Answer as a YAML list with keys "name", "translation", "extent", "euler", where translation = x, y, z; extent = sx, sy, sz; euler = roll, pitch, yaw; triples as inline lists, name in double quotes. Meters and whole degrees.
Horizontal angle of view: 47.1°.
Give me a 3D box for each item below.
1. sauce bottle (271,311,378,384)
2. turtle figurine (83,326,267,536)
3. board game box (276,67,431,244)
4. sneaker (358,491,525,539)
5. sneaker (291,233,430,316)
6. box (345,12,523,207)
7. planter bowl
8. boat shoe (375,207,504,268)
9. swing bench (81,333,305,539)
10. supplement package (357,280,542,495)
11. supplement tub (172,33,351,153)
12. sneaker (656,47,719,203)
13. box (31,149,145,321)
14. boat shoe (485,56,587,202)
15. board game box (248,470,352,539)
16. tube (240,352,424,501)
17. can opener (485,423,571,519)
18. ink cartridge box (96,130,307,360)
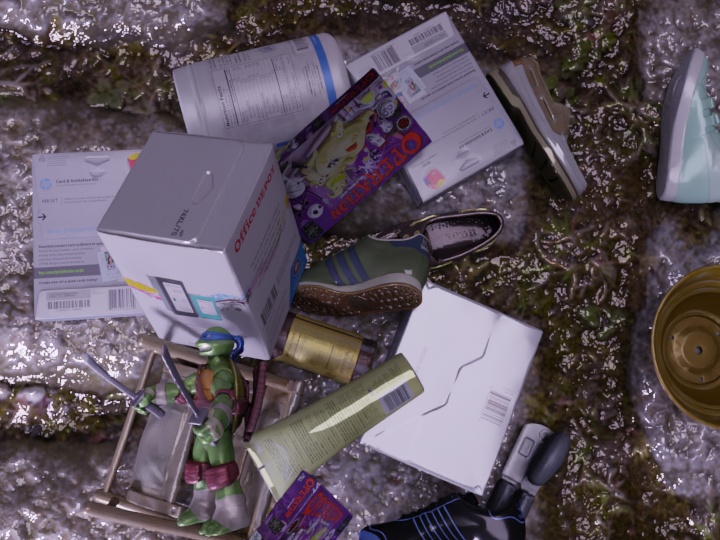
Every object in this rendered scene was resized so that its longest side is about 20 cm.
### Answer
- name: "sauce bottle"
  translation: [-0.080, 0.083, 1.001]
  extent: [0.198, 0.065, 0.065]
  euler: [20, 80, -1]
- name: "turtle figurine"
  translation: [-0.179, 0.160, 0.815]
  extent: [0.142, 0.200, 0.196]
  euler: [-8, 89, 22]
- name: "board game box"
  translation: [-0.024, -0.132, 0.990]
  extent: [0.200, 0.120, 0.032]
  euler: [-40, 44, 10]
- name: "sneaker"
  translation: [0.094, 0.299, 0.972]
  extent: [0.198, 0.070, 0.079]
  euler: [-1, 74, 12]
- name: "sneaker"
  translation: [0.000, 0.000, 0.989]
  extent: [0.067, 0.199, 0.091]
  euler: [48, 51, -39]
- name: "box"
  translation: [0.093, -0.208, 1.065]
  extent: [0.155, 0.041, 0.201]
  euler: [-30, 85, -8]
- name: "planter bowl"
  translation: [0.444, 0.099, 1.041]
  extent: [0.198, 0.083, 0.203]
  euler: [1, 81, -5]
- name: "boat shoe"
  translation: [0.084, -0.034, 1.036]
  extent: [0.198, 0.060, 0.073]
  euler: [-15, 84, -8]
- name: "swing bench"
  translation: [-0.184, 0.198, 0.944]
  extent: [0.198, 0.130, 0.201]
  euler: [18, 80, -8]
- name: "supplement package"
  translation: [0.101, 0.139, 0.986]
  extent: [0.154, 0.111, 0.202]
  euler: [23, 81, -1]
- name: "supplement tub"
  translation: [-0.115, -0.203, 1.005]
  extent: [0.198, 0.132, 0.133]
  euler: [-15, 83, -7]
- name: "sneaker"
  translation: [0.463, -0.185, 1.088]
  extent: [0.117, 0.074, 0.203]
  euler: [8, 91, 2]
- name: "box"
  translation: [-0.316, -0.043, 1.008]
  extent: [0.154, 0.041, 0.203]
  euler: [-4, 83, -7]
- name: "boat shoe"
  translation: [0.242, -0.187, 1.067]
  extent: [0.068, 0.075, 0.201]
  euler: [-30, 85, -4]
- name: "board game box"
  translation: [-0.069, 0.292, 0.896]
  extent: [0.032, 0.200, 0.121]
  euler: [29, 73, 21]
- name: "tube"
  translation: [-0.026, 0.161, 0.895]
  extent: [0.199, 0.052, 0.058]
  euler: [-33, 48, -7]
- name: "can opener"
  translation: [0.186, 0.278, 1.002]
  extent: [0.052, 0.066, 0.201]
  euler: [28, 85, -1]
- name: "ink cartridge box"
  translation: [-0.161, -0.026, 0.904]
  extent: [0.144, 0.201, 0.148]
  euler: [9, 55, 15]
